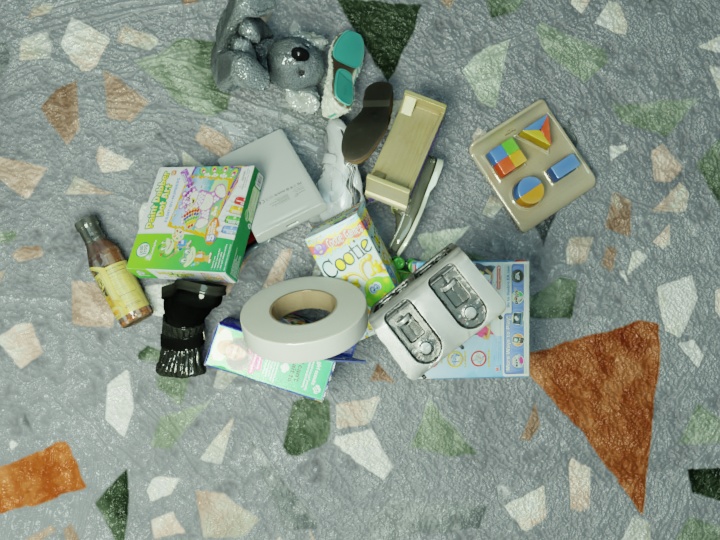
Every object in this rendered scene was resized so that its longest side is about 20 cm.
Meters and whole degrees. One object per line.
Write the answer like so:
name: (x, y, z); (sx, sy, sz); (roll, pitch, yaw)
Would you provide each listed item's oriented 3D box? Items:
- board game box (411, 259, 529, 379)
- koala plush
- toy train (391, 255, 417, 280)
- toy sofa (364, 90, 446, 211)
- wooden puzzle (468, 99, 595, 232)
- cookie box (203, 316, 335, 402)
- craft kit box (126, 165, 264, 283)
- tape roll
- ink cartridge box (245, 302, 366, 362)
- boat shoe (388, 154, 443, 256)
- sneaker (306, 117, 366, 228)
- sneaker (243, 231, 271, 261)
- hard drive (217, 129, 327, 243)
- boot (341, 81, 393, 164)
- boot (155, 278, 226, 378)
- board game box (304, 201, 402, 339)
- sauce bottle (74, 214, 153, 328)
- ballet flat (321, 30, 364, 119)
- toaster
board game box: (0.188, 0.082, 1.166); (0.194, 0.056, 0.202); (0, 93, -4)
koala plush: (-0.152, -0.377, 1.211); (0.199, 0.183, 0.179); (5, 85, -28)
toy train: (0.084, 0.005, 1.256); (0.198, 0.042, 0.057); (11, 96, -6)
toy sofa: (0.080, -0.208, 1.213); (0.082, 0.098, 0.201); (21, 70, 6)
wooden puzzle: (0.333, -0.203, 1.294); (0.185, 0.046, 0.201); (-33, 91, -8)
cookie box: (-0.149, 0.146, 1.152); (0.199, 0.171, 0.076); (18, 88, -5)
craft kit box: (-0.278, -0.082, 1.149); (0.196, 0.049, 0.201); (1, 66, 23)
tape roll: (-0.087, 0.071, 1.058); (0.201, 0.203, 0.037); (-10, 119, -7)
ink cartridge box: (-0.092, 0.104, 1.136); (0.199, 0.119, 0.042); (22, 93, 38)
boat shoe: (0.090, -0.125, 1.250); (0.060, 0.072, 0.203); (24, 78, -3)
sneaker: (-0.062, -0.173, 1.231); (0.114, 0.075, 0.202); (-12, 90, -9)
sneaker: (-0.241, -0.046, 1.179); (0.199, 0.096, 0.080); (-29, 126, -8)
hard drive: (-0.157, -0.152, 1.191); (0.131, 0.027, 0.201); (-27, 58, -6)
boot: (0.021, -0.246, 1.209); (0.073, 0.076, 0.201); (9, 52, 17)
boot: (-0.282, 0.100, 1.131); (0.079, 0.211, 0.159); (6, 80, -28)
board game box: (0.000, 0.000, 1.179); (0.104, 0.103, 0.201); (-25, 102, 12)
sauce bottle: (-0.433, 0.001, 1.183); (0.066, 0.066, 0.201); (-28, 87, -8)
ballet flat: (-0.041, -0.356, 1.242); (0.071, 0.072, 0.201); (14, 57, -6)
toaster: (0.117, 0.057, 1.046); (0.180, 0.200, 0.119); (-38, 92, 6)
